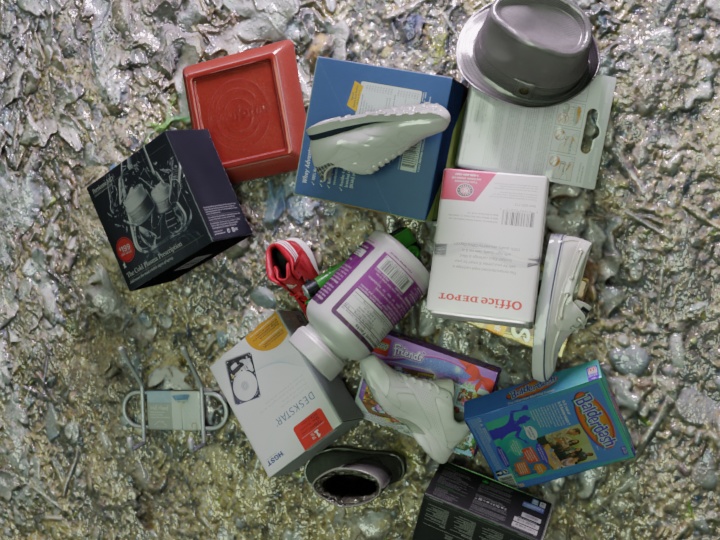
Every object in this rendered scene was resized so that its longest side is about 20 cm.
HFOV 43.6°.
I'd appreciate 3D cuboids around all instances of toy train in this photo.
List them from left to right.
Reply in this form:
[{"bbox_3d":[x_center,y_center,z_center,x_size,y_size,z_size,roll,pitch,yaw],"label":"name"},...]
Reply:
[{"bbox_3d":[0.000,0.000,1.324,0.199,0.042,0.057,-31,98,-13],"label":"toy train"}]

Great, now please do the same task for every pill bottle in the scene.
[{"bbox_3d":[-0.004,0.051,1.245,0.112,0.112,0.200,42,84,11],"label":"pill bottle"}]

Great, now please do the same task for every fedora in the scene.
[{"bbox_3d":[0.231,-0.314,1.213,0.199,0.090,0.178,26,70,9],"label":"fedora"}]

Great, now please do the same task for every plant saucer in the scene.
[{"bbox_3d":[-0.185,-0.245,1.414,0.198,0.037,0.202,-10,90,18],"label":"plant saucer"}]

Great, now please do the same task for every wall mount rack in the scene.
[{"bbox_3d":[-0.319,0.205,1.465,0.198,0.075,0.176,-2,93,17],"label":"wall mount rack"}]

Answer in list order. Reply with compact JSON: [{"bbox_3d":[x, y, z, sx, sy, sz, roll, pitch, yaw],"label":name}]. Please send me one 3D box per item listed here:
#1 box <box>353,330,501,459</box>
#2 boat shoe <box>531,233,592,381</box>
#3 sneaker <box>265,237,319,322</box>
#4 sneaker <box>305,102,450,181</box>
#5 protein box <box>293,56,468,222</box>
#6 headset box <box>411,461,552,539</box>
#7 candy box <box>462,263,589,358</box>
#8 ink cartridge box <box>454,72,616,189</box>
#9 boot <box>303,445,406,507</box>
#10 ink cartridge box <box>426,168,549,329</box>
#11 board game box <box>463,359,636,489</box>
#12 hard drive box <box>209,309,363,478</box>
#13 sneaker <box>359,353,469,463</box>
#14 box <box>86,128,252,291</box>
[{"bbox_3d":[0.097,0.181,1.350,0.198,0.039,0.138,18,100,16],"label":"box"},{"bbox_3d":[0.275,0.054,1.215,0.069,0.071,0.202,9,89,17],"label":"boat shoe"},{"bbox_3d":[-0.083,0.042,1.358,0.078,0.115,0.201,-41,80,17],"label":"sneaker"},{"bbox_3d":[0.027,-0.173,1.198,0.198,0.076,0.081,-7,103,22],"label":"sneaker"},{"bbox_3d":[0.032,-0.186,1.296,0.198,0.135,0.201,13,98,16],"label":"protein box"},{"bbox_3d":[0.162,0.406,1.293,0.173,0.093,0.202,18,116,16],"label":"headset box"},{"bbox_3d":[0.215,0.035,1.294,0.198,0.055,0.116,20,98,16],"label":"candy box"},{"bbox_3d":[0.246,-0.211,1.283,0.198,0.057,0.164,10,97,-1],"label":"ink cartridge box"},{"bbox_3d":[-0.029,0.305,1.313,0.180,0.200,0.073,-12,90,18],"label":"boot"},{"bbox_3d":[0.175,-0.028,1.232,0.145,0.083,0.202,6,81,13],"label":"ink cartridge box"},{"bbox_3d":[0.265,0.223,1.263,0.198,0.045,0.153,-20,116,18],"label":"board game box"},{"bbox_3d":[-0.114,0.187,1.379,0.156,0.077,0.201,-40,71,18],"label":"hard drive box"},{"bbox_3d":[0.082,0.177,1.286,0.099,0.078,0.200,-44,108,1],"label":"sneaker"},{"bbox_3d":[-0.300,-0.094,1.403,0.199,0.104,0.183,-27,84,31],"label":"box"}]
